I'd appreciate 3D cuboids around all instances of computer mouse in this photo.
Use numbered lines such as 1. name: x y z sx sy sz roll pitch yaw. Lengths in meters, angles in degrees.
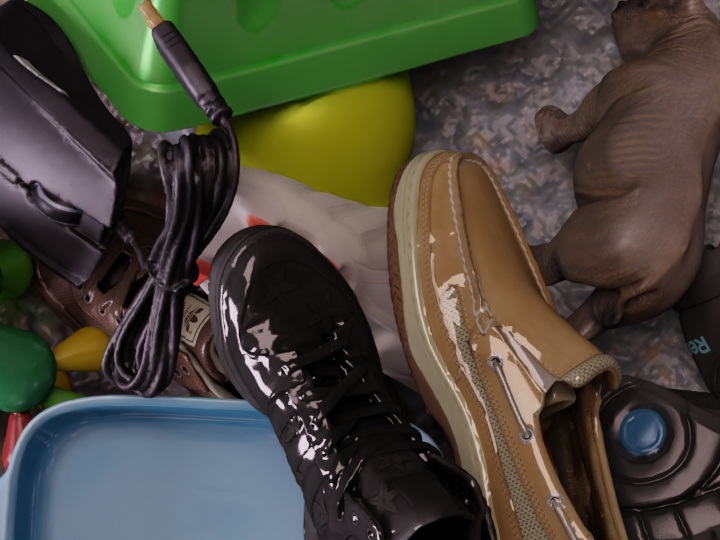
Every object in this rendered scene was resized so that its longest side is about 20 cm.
1. computer mouse: -0.115 -0.058 1.141 0.046 0.141 0.200 -4 45 -33

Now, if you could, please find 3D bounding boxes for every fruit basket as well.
1. fruit basket: -0.032 -0.102 1.237 0.215 0.216 0.156 -39 51 -2

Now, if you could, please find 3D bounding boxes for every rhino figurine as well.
1. rhino figurine: 0.119 -0.057 1.219 0.087 0.060 0.201 -21 40 43

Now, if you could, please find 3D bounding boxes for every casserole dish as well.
1. casserole dish: -0.053 0.110 1.165 0.199 0.039 0.122 3 94 -2

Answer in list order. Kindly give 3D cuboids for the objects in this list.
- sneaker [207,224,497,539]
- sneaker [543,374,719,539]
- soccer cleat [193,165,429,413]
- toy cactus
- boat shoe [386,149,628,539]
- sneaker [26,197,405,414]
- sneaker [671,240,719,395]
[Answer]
1. sneaker: 0.010 0.078 1.086 0.060 0.104 0.201 -25 104 -22
2. sneaker: 0.151 0.086 1.178 0.199 0.082 0.074 3 77 18
3. soccer cleat: 0.000 0.000 1.190 0.069 0.200 0.078 -33 43 35
4. toy cactus: -0.180 0.008 1.190 0.102 0.165 0.201 -30 90 12
5. boat shoe: 0.069 0.043 1.133 0.076 0.071 0.201 -21 81 38
6. sneaker: -0.066 0.017 1.239 0.199 0.076 0.071 30 82 15
7. sneaker: 0.228 0.002 1.205 0.199 0.075 0.080 -20 83 14
